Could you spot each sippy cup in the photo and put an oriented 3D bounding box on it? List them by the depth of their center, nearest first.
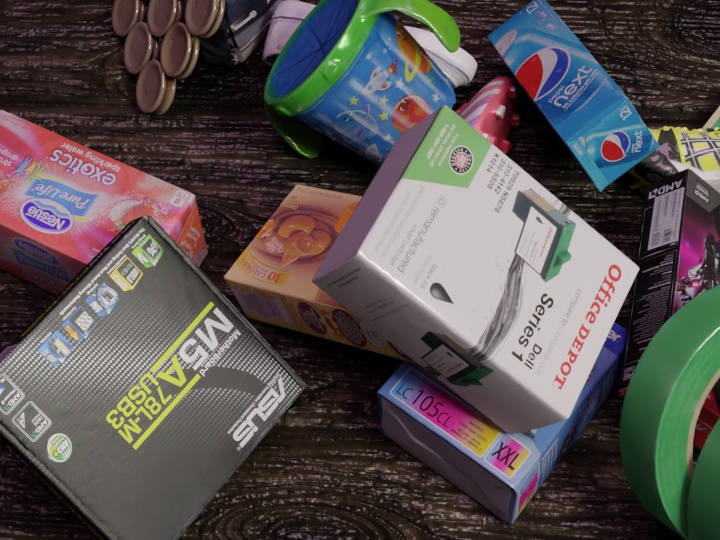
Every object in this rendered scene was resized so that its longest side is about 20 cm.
[{"bbox_3d":[0.007,-0.160,1.211,0.130,0.178,0.140,37,80,-23],"label":"sippy cup"}]

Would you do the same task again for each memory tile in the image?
[{"bbox_3d":[-0.165,-0.254,1.275,0.017,0.200,0.154,7,47,-39],"label":"memory tile"}]

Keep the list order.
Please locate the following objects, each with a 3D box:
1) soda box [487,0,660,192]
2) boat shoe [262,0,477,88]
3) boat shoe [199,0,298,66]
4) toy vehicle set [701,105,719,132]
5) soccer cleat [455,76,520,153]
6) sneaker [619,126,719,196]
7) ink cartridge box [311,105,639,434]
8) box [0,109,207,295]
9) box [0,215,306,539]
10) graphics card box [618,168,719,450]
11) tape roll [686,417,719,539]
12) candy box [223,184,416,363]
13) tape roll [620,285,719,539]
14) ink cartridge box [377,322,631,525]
[{"bbox_3d":[0.181,-0.158,1.218,0.064,0.068,0.200,-37,37,10],"label":"soda box"},{"bbox_3d":[0.007,-0.191,1.299,0.199,0.074,0.066,15,75,14],"label":"boat shoe"},{"bbox_3d":[-0.093,-0.293,1.340,0.074,0.093,0.201,21,62,13],"label":"boat shoe"},{"bbox_3d":[0.397,-0.137,1.276,0.124,0.027,0.200,33,65,19],"label":"toy vehicle set"},{"bbox_3d":[0.078,-0.104,1.243,0.076,0.067,0.201,18,60,25],"label":"soccer cleat"},{"bbox_3d":[0.300,-0.092,1.211,0.199,0.075,0.077,22,77,17],"label":"sneaker"},{"bbox_3d":[0.088,0.003,1.025,0.200,0.084,0.147,37,63,-13],"label":"ink cartridge box"},{"bbox_3d":[-0.242,-0.039,1.187,0.199,0.095,0.103,24,64,15],"label":"box"},{"bbox_3d":[-0.170,0.094,1.075,0.193,0.047,0.200,48,65,-14],"label":"box"},{"bbox_3d":[0.274,0.034,1.125,0.125,0.051,0.201,33,54,-28],"label":"graphics card box"},{"bbox_3d":[0.329,0.160,1.004,0.200,0.201,0.048,-27,24,-15],"label":"tape roll"},{"bbox_3d":[0.000,0.000,1.139,0.199,0.055,0.116,13,55,37],"label":"candy box"},{"bbox_3d":[0.287,0.108,1.031,0.200,0.201,0.048,-27,26,-15],"label":"tape roll"},{"bbox_3d":[0.125,0.079,1.124,0.136,0.077,0.200,33,63,19],"label":"ink cartridge box"}]
